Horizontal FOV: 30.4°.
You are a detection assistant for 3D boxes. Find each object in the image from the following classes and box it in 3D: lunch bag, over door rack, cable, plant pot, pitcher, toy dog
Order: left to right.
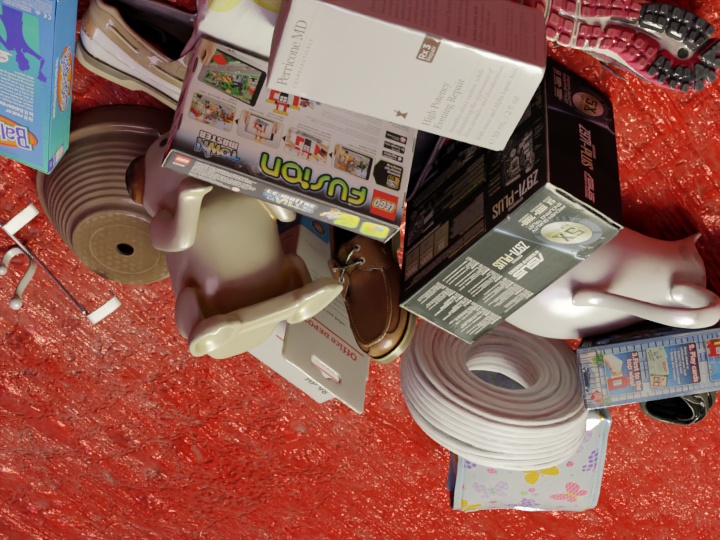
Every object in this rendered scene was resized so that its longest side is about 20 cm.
[{"bbox_3d":[-0.341,-0.021,1.270,0.200,0.067,0.148,22,156,44],"label":"over door rack"},{"bbox_3d":[-0.218,-0.053,1.271,0.200,0.093,0.201,3,137,3],"label":"plant pot"},{"bbox_3d":[-0.121,-0.035,1.163,0.139,0.201,0.194,-20,169,-14],"label":"toy dog"},{"bbox_3d":[0.138,0.112,1.337,0.199,0.200,0.069,15,125,-2],"label":"cable"},{"bbox_3d":[0.182,0.191,1.475,0.169,0.127,0.200,0,129,3],"label":"lunch bag"},{"bbox_3d":[0.229,0.013,1.243,0.199,0.172,0.122,3,105,1],"label":"pitcher"}]

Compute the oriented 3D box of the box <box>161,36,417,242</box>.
[{"bbox_3d":[-0.055,-0.107,1.093,0.199,0.110,0.035,19,154,-16],"label":"box"}]

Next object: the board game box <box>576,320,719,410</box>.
[{"bbox_3d":[0.320,0.078,1.289,0.199,0.200,0.062,-7,94,15],"label":"board game box"}]

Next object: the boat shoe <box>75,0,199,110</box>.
[{"bbox_3d":[-0.143,-0.179,1.136,0.199,0.075,0.068,17,142,-11],"label":"boat shoe"}]

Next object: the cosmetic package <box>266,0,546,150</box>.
[{"bbox_3d":[0.035,-0.171,1.027,0.199,0.074,0.102,12,140,-10],"label":"cosmetic package"}]

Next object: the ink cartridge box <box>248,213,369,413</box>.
[{"bbox_3d":[-0.049,0.043,1.277,0.067,0.200,0.116,-28,128,32],"label":"ink cartridge box"}]

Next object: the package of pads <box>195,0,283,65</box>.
[{"bbox_3d":[-0.034,-0.242,1.061,0.154,0.068,0.200,20,135,-16],"label":"package of pads"}]

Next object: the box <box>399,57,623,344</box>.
[{"bbox_3d":[0.130,-0.060,1.173,0.086,0.164,0.200,29,132,-23],"label":"box"}]

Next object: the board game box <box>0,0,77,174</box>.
[{"bbox_3d":[-0.324,-0.191,1.141,0.152,0.045,0.200,21,137,3],"label":"board game box"}]

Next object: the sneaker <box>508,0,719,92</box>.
[{"bbox_3d":[0.196,-0.203,1.081,0.200,0.075,0.081,30,93,-10],"label":"sneaker"}]

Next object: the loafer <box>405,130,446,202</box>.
[{"bbox_3d":[0.060,-0.141,1.165,0.072,0.063,0.200,11,138,-6],"label":"loafer"}]

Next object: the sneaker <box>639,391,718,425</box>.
[{"bbox_3d":[0.376,0.112,1.385,0.199,0.099,0.071,-7,135,11],"label":"sneaker"}]

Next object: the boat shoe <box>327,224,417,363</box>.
[{"bbox_3d":[0.000,0.000,1.224,0.072,0.200,0.068,-38,127,22],"label":"boat shoe"}]
